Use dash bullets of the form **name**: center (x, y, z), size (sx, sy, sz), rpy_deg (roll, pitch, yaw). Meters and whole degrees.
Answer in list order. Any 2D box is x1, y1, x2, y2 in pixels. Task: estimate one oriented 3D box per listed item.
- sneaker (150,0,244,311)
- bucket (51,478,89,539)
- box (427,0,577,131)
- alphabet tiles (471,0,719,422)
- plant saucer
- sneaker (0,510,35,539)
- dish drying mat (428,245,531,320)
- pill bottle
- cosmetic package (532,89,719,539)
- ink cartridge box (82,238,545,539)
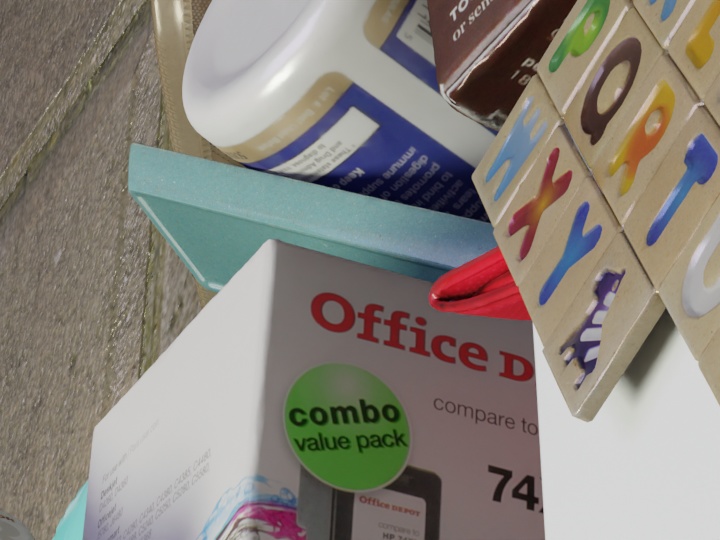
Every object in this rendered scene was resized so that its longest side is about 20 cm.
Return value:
- **sneaker**: center (-0.032, -0.042, 0.941), size (0.071, 0.075, 0.200), rpy_deg (-95, -2, -51)
- **bucket**: center (-0.016, 0.115, 0.923), size (0.135, 0.207, 0.208), rpy_deg (135, 145, -53)
- **box**: center (0.126, -0.139, 0.779), size (0.164, 0.166, 0.200), rpy_deg (-47, 33, 34)
- **alphabet tiles**: center (0.083, -0.049, 0.526), size (0.167, 0.008, 0.200), rpy_deg (-59, 19, 18)
- **plant saucer**: center (0.000, 0.000, 0.810), size (0.200, 0.070, 0.019), rpy_deg (16, 60, 44)
- **sneaker**: center (-0.118, 0.102, 0.722), size (0.200, 0.073, 0.085), rpy_deg (141, 137, -61)
- **dish drying mat**: center (0.124, 0.003, 0.666), size (0.077, 0.199, 0.018), rpy_deg (-29, 64, 59)
- **pill bottle**: center (0.046, -0.046, 0.859), size (0.116, 0.200, 0.116), rpy_deg (-43, 26, 27)
- **cosmetic package**: center (0.153, 0.077, 0.537), size (0.123, 0.199, 0.200), rpy_deg (-49, 33, 46)
- **ink cartridge box**: center (0.003, 0.123, 0.708), size (0.146, 0.146, 0.201), rpy_deg (134, 145, -53)
